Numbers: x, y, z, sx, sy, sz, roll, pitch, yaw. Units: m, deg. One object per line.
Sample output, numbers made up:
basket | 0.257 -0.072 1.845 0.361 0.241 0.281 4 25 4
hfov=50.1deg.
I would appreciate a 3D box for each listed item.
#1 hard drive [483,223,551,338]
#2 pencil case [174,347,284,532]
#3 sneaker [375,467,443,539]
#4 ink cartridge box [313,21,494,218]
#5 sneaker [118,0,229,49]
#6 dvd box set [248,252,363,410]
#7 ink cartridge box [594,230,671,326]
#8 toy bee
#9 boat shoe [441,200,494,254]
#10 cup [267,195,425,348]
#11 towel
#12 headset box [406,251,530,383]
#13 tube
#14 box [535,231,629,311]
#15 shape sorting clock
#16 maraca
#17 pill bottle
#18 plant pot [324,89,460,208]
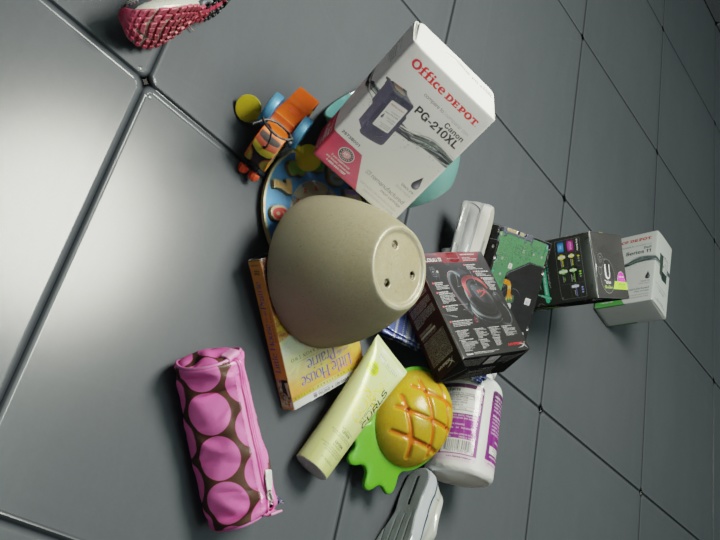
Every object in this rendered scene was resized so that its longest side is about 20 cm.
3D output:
hard drive | 0.262 0.031 1.380 0.138 0.038 0.205 14 93 -35
pencil case | -0.151 0.189 0.885 0.090 0.092 0.205 -17 94 -49
sneaker | 0.076 0.386 1.117 0.071 0.072 0.201 54 45 -20
ink cartridge box | 0.057 -0.189 0.995 0.144 0.200 0.085 38 29 -16
sneaker | -0.229 -0.334 0.938 0.075 0.080 0.201 49 39 -10
dvd box set | -0.068 0.064 1.034 0.145 0.029 0.205 -21 104 -44
ink cartridge box | 0.642 0.019 1.810 0.083 0.145 0.203 43 51 -32
toy bee | -0.122 -0.179 1.019 0.131 0.109 0.199 48 26 12
boat shoe | 0.170 -0.023 1.325 0.072 0.067 0.204 8 99 -69
cup | 0.000 0.000 0.983 0.198 0.141 0.206 2 87 -45
towel | 0.119 0.081 1.212 0.197 0.024 0.147 28 47 -15
headset box | 0.148 0.057 1.177 0.146 0.075 0.203 -3 58 -37
tube | -0.010 0.187 1.045 0.201 0.051 0.059 -51 157 -27
box | 0.387 0.006 1.473 0.147 0.197 0.128 2 79 -49
shape sorting clock | -0.060 -0.075 1.095 0.198 0.039 0.205 16 69 -47
maraca | 0.059 0.228 1.114 0.199 0.106 0.139 -39 103 -31
pill bottle | 0.169 0.233 1.232 0.112 0.111 0.204 35 57 -38
plant pot | 0.062 -0.190 1.154 0.201 0.197 0.164 -44 123 -45
